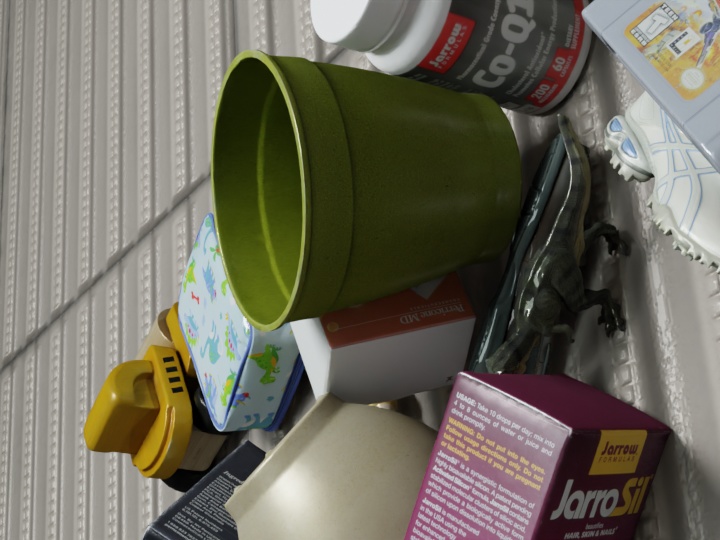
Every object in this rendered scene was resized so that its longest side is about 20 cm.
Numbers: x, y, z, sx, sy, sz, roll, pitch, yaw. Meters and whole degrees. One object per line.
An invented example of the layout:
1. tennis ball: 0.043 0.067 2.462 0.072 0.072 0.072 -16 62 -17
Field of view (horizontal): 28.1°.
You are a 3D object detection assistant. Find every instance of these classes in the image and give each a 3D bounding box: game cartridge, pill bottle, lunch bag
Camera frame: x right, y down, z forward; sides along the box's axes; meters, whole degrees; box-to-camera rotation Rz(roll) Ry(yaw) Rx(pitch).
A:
1. game cartridge: 0.238 -0.157 0.929 0.133 0.041 0.201 -42 41 13
2. pill bottle: 0.070 -0.197 1.107 0.114 0.199 0.115 -25 60 53
3. lunch bag: -0.120 0.052 1.436 0.201 0.082 0.162 -116 37 -44

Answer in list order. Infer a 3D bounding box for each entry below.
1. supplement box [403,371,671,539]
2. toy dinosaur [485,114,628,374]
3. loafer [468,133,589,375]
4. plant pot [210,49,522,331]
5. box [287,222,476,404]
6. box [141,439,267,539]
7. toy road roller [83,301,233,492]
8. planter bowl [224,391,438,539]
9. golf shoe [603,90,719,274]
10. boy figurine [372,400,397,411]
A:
1. supplement box: 0.109 0.179 0.973 0.103 0.130 0.202 25 103 41
2. toy dinosaur: 0.150 -0.002 1.020 0.047 0.087 0.202 26 102 58
3. loafer: 0.139 0.000 1.082 0.072 0.062 0.202 -78 8 -83
4. plant pot: 0.009 -0.065 1.071 0.200 0.191 0.203 175 90 -66
5. box: 0.000 0.000 1.187 0.098 0.123 0.201 98 155 -53
6. box: -0.130 0.288 1.261 0.198 0.117 0.200 -64 -11 23
7. toy road roller: -0.221 0.129 1.526 0.123 0.145 0.201 -58 37 29
8. planter bowl: -0.018 0.180 1.096 0.200 0.135 0.200 -48 -2 -3
9. golf shoe: 0.231 -0.066 0.927 0.098 0.078 0.201 -54 39 25
10. boy figurine: -0.005 0.131 1.257 0.124 0.064 0.202 -34 56 53
